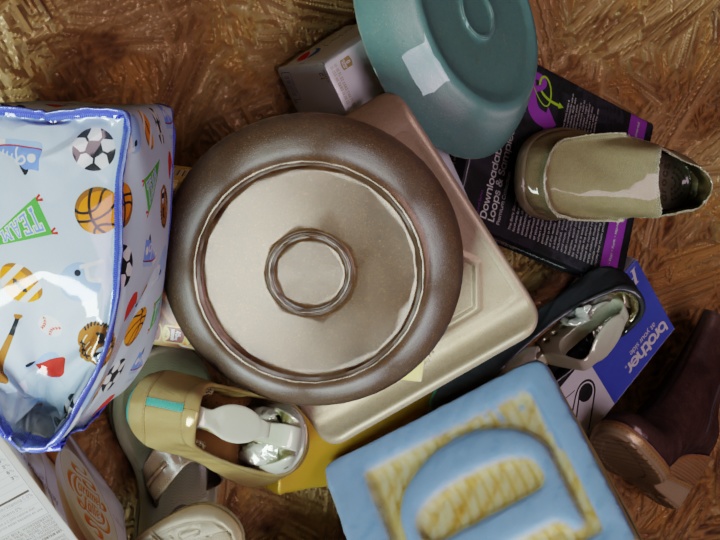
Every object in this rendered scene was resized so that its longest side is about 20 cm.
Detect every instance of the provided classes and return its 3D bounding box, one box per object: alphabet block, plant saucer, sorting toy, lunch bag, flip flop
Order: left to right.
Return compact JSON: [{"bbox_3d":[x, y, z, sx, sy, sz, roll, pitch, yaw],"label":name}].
[{"bbox_3d":[-0.180,-0.002,1.015,0.124,0.170,0.200,2,97,5],"label":"lunch bag"},{"bbox_3d":[-0.128,0.142,1.184,0.081,0.058,0.200,-14,112,-32],"label":"flip flop"},{"bbox_3d":[-0.032,-0.002,1.091,0.200,0.032,0.201,0,105,1],"label":"plant saucer"},{"bbox_3d":[0.000,0.000,1.185,0.185,0.036,0.200,-31,105,11],"label":"sorting toy"},{"bbox_3d":[0.072,-0.181,1.210,0.200,0.036,0.200,20,63,-45],"label":"plant saucer"},{"bbox_3d":[0.116,0.224,1.252,0.195,0.197,0.200,-26,135,6],"label":"alphabet block"}]

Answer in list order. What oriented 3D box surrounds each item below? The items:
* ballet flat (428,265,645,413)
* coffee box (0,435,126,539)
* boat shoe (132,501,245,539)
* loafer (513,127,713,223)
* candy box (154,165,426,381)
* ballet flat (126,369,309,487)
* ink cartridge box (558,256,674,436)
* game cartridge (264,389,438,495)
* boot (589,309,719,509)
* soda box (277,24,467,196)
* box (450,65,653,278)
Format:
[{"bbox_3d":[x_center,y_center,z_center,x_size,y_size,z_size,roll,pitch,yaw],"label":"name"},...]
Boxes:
[{"bbox_3d":[0.144,0.068,1.313,0.200,0.073,0.073,-36,122,-14],"label":"ballet flat"},{"bbox_3d":[-0.227,0.132,1.059,0.080,0.114,0.200,-27,121,3],"label":"coffee box"},{"bbox_3d":[-0.148,0.230,1.157,0.071,0.065,0.200,43,105,4],"label":"boat shoe"},{"bbox_3d":[0.202,-0.076,1.318,0.200,0.067,0.076,-5,95,-41],"label":"loafer"},{"bbox_3d":[-0.048,0.001,1.137,0.200,0.055,0.116,8,106,0],"label":"candy box"},{"bbox_3d":[-0.078,0.113,1.147,0.200,0.063,0.069,19,76,-56],"label":"ballet flat"},{"bbox_3d":[0.176,0.086,1.415,0.200,0.044,0.094,-48,128,-18],"label":"ink cartridge box"},{"bbox_3d":[0.008,0.073,1.293,0.200,0.032,0.177,-5,106,-34],"label":"game cartridge"},{"bbox_3d":[0.270,0.107,1.466,0.200,0.072,0.167,42,68,-57],"label":"boot"},{"bbox_3d":[0.020,-0.076,1.218,0.068,0.064,0.200,-37,114,-28],"label":"soda box"},{"bbox_3d":[0.149,-0.081,1.340,0.200,0.036,0.143,21,78,-40],"label":"box"}]
